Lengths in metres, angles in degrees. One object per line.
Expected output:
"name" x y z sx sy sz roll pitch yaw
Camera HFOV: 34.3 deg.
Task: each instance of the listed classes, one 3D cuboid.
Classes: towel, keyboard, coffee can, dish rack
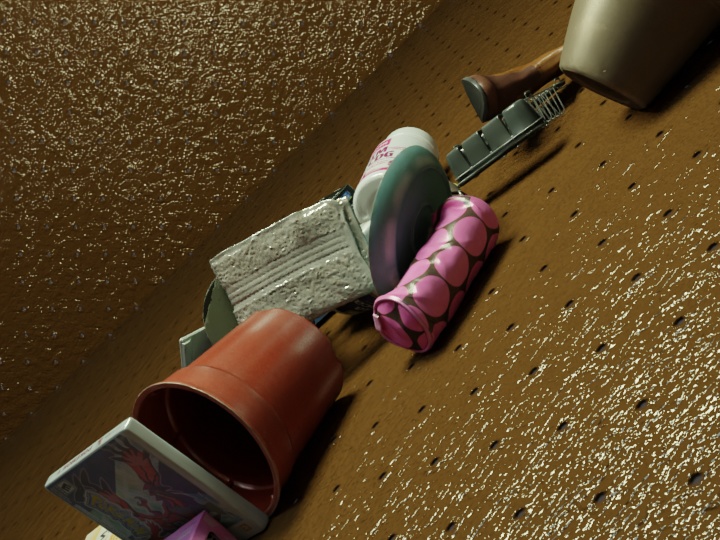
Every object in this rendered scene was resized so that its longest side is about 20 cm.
"towel" -0.080 0.002 1.467 0.199 0.133 0.034 -27 -7 9
"keyboard" -0.226 0.174 1.645 0.011 0.201 0.056 17 31 31
"coffee can" -0.134 0.069 1.595 0.146 0.146 0.200 -48 -4 -8
"dish rack" 0.210 -0.194 1.597 0.153 0.055 0.200 -35 -2 35

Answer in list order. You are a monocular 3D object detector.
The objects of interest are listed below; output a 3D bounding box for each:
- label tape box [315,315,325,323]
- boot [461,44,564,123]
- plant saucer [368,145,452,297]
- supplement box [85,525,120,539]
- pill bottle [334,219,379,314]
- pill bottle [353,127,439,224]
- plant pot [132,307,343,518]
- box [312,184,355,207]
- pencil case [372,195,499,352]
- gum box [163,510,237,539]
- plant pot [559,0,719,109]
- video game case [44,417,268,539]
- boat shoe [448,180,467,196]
"label tape box" -0.080 0.029 1.845 0.144 0.063 0.200 -42 11 15
"boot" 0.246 -0.273 1.614 0.199 0.069 0.188 -27 -10 10
"plant saucer" 0.068 -0.052 1.432 0.027 0.201 0.200 10 47 29
"supplement box" -0.283 0.350 1.487 0.200 0.074 0.126 -40 16 23
"pill bottle" 0.000 0.000 1.580 0.111 0.111 0.200 -52 14 -26
"pill bottle" 0.062 -0.140 1.800 0.113 0.113 0.200 -39 15 28
"plant pot" -0.128 0.158 1.371 0.201 0.201 0.195 -33 10 44
"box" -0.091 -0.039 1.838 0.200 0.049 0.160 -50 9 -22
"pencil case" 0.085 0.003 1.359 0.093 0.091 0.200 13 47 27
"gum box" -0.221 0.360 1.281 0.200 0.066 0.114 -39 14 26
"plant pot" 0.319 -0.287 1.345 0.175 0.200 0.200 -64 12 6
"video game case" -0.232 0.262 1.317 0.182 0.200 0.023 -36 23 38
"boat shoe" 0.115 -0.089 1.596 0.072 0.060 0.200 -44 13 4
